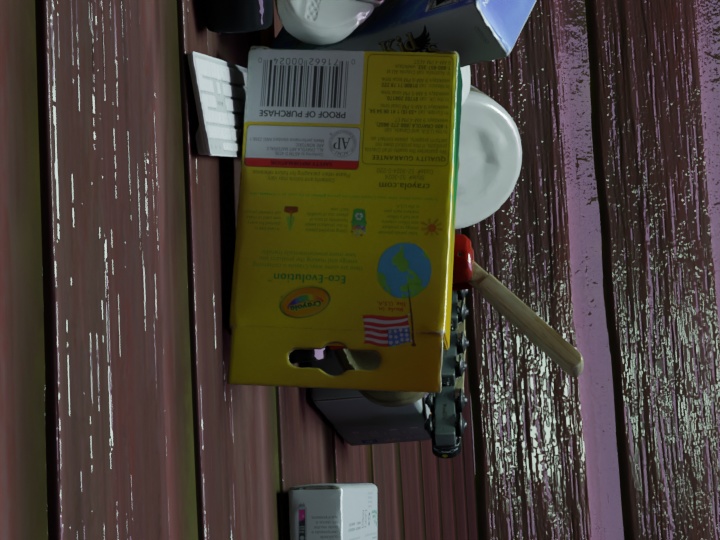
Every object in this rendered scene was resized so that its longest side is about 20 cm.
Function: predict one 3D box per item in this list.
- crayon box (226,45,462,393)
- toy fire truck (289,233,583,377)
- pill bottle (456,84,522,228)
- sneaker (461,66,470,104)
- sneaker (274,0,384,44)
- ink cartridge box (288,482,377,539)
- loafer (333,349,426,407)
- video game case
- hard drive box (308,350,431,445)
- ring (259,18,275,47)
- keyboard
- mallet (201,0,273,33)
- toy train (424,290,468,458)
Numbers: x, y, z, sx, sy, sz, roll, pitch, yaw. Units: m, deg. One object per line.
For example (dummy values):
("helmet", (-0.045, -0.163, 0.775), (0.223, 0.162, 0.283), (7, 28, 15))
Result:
("crayon box", (-0.008, -0.026, 1.036), (0.051, 0.126, 0.201), (66, 27, -75))
("toy fire truck", (0.040, 0.016, 1.148), (0.176, 0.199, 0.129), (-26, 112, -83))
("pill bottle", (0.045, -0.115, 1.457), (0.200, 0.110, 0.111), (-134, -146, -62))
("sneaker", (0.045, -0.218, 1.347), (0.100, 0.078, 0.201), (72, 8, -58))
("sneaker", (-0.021, -0.198, 1.126), (0.082, 0.077, 0.201), (-53, -162, 44))
("ink cartridge box", (-0.016, 0.246, 1.224), (0.196, 0.043, 0.201), (47, 43, -80))
("loafer", (0.000, 0.000, 1.271), (0.067, 0.076, 0.201), (67, 3, -74))
("video game case", (0.047, -0.200, 1.162), (0.045, 0.181, 0.200), (51, 48, -28))
("hard drive box", (0.009, 0.043, 1.399), (0.200, 0.076, 0.157), (60, 26, -74))
("ring", (-0.048, -0.164, 1.282), (0.200, 0.019, 0.202), (-5, 90, -83))
("keyboard", (-0.075, -0.094, 1.051), (0.200, 0.011, 0.057), (-25, 111, -83))
("mallet", (-0.069, -0.198, 1.070), (0.200, 0.041, 0.066), (-88, 175, -66))
("toy train", (0.070, 0.074, 1.422), (0.200, 0.034, 0.046), (-85, 172, -51))
